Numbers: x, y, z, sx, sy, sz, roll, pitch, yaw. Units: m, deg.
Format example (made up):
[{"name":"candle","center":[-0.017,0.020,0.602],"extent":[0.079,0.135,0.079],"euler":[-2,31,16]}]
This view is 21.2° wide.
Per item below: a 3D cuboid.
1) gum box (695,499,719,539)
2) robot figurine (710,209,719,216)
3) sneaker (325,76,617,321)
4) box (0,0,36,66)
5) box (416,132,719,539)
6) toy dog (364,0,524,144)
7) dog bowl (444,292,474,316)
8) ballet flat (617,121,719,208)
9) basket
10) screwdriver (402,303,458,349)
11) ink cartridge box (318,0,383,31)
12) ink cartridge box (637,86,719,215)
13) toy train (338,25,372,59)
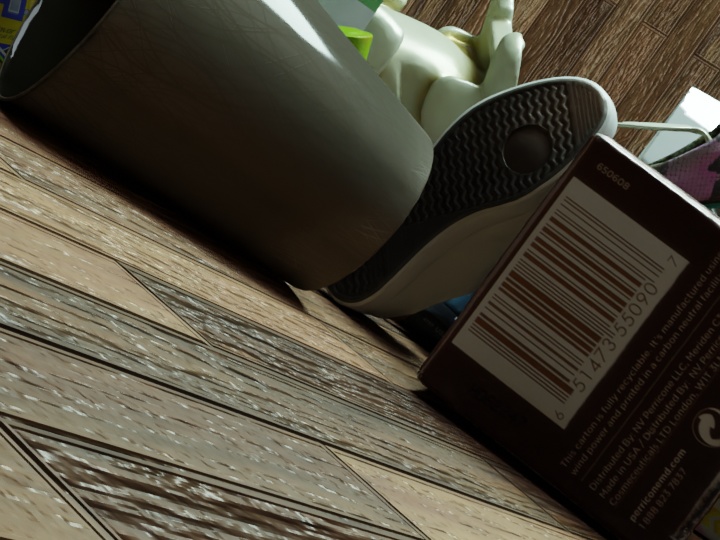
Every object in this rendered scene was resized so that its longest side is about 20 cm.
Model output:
[{"name":"gum box","center":[0.287,0.146,1.324],"extent":[0.200,0.114,0.066],"euler":[35,4,-10]},{"name":"robot figurine","center":[0.240,0.030,1.220],"extent":[0.199,0.146,0.058],"euler":[6,19,39]},{"name":"sneaker","center":[0.073,-0.040,1.139],"extent":[0.085,0.200,0.073],"euler":[29,31,-56]},{"name":"box","center":[-0.211,-0.161,1.059],"extent":[0.064,0.070,0.200],"euler":[38,5,39]},{"name":"box","center":[0.154,0.043,1.071],"extent":[0.164,0.166,0.200],"euler":[37,5,10]},{"name":"toy dog","center":[-0.002,-0.127,1.319],"extent":[0.199,0.195,0.140],"euler":[11,35,-3]},{"name":"dog bowl","center":[0.099,0.040,1.281],"extent":[0.200,0.050,0.112],"euler":[37,-15,20]},{"name":"ballet flat","center":[0.153,-0.055,1.207],"extent":[0.069,0.199,0.072],"euler":[-53,128,-80]},{"name":"basket","center":[-0.067,-0.094,1.019],"extent":[0.200,0.181,0.136],"euler":[41,-41,-25]},{"name":"screwdriver","center":[0.000,0.000,1.229],"extent":[0.200,0.029,0.028],"euler":[36,36,-10]},{"name":"ink cartridge box","center":[-0.085,-0.165,1.230],"extent":[0.145,0.200,0.087],"euler":[40,10,36]},{"name":"ink cartridge box","center":[0.273,-0.014,1.309],"extent":[0.199,0.085,0.145],"euler":[31,-28,10]},{"name":"toy train","center":[-0.013,-0.095,1.160],"extent":[0.199,0.116,0.085],"euler":[2,13,-30]}]
